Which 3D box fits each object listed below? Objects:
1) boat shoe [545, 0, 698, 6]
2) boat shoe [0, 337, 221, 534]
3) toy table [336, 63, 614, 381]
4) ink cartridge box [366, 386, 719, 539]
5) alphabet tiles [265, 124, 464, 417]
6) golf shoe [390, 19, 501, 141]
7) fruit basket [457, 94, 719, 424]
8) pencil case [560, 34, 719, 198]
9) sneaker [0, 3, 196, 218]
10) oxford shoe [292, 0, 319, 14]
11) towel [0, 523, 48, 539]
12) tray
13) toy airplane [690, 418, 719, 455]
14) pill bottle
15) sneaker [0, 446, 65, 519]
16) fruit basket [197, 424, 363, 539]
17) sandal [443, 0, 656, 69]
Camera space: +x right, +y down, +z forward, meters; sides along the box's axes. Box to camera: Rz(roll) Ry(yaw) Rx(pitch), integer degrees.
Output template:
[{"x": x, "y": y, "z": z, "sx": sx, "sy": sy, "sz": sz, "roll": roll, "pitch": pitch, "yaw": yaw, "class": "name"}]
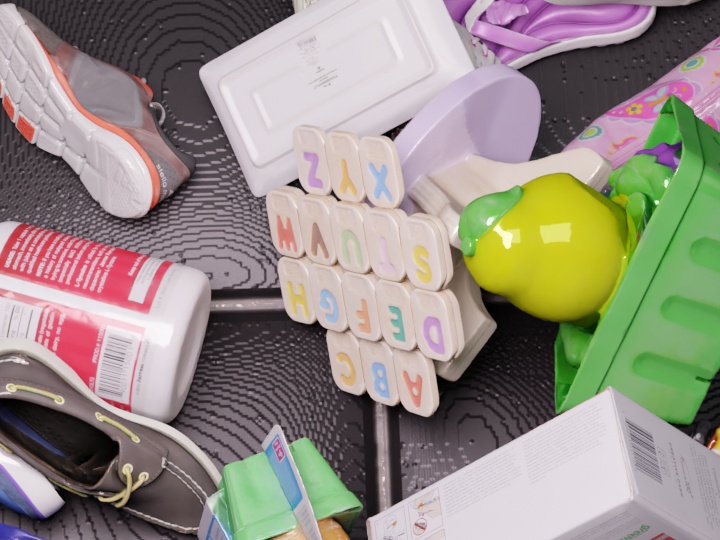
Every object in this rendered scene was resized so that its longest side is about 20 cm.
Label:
[{"x": 0.212, "y": -0.241, "z": 1.709, "sx": 0.200, "sy": 0.072, "sz": 0.070, "roll": -10, "pitch": 62, "yaw": -31, "class": "boat shoe"}, {"x": -0.177, "y": 0.125, "z": 1.555, "sx": 0.201, "sy": 0.072, "sz": 0.061, "roll": 35, "pitch": 28, "yaw": -19, "class": "boat shoe"}, {"x": 0.082, "y": -0.031, "z": 1.599, "sx": 0.117, "sy": 0.184, "sz": 0.200, "roll": 41, "pitch": 110, "yaw": 38, "class": "toy table"}, {"x": 0.136, "y": 0.181, "z": 1.469, "sx": 0.200, "sy": 0.175, "sz": 0.084, "roll": -31, "pitch": 47, "yaw": 28, "class": "ink cartridge box"}, {"x": 0.000, "y": 0.000, "z": 1.578, "sx": 0.015, "sy": 0.200, "sz": 0.196, "roll": -20, "pitch": 109, "yaw": -32, "class": "alphabet tiles"}, {"x": 0.053, "y": -0.153, "z": 1.693, "sx": 0.092, "sy": 0.073, "sz": 0.200, "roll": -23, "pitch": 94, "yaw": -21, "class": "golf shoe"}, {"x": 0.157, "y": -0.012, "z": 1.511, "sx": 0.215, "sy": 0.156, "sz": 0.216, "roll": 2, "pitch": 113, "yaw": 4, "class": "fruit basket"}, {"x": 0.229, "y": -0.101, "z": 1.680, "sx": 0.200, "sy": 0.087, "sz": 0.087, "roll": -35, "pitch": 73, "yaw": -12, "class": "pencil case"}, {"x": -0.197, "y": -0.122, "z": 1.702, "sx": 0.082, "sy": 0.077, "sz": 0.200, "roll": -27, "pitch": 70, "yaw": -39, "class": "sneaker"}, {"x": -0.029, "y": -0.224, "z": 1.742, "sx": 0.075, "sy": 0.058, "sz": 0.200, "roll": -23, "pitch": 86, "yaw": -16, "class": "oxford shoe"}, {"x": -0.212, "y": 0.282, "z": 1.548, "sx": 0.147, "sy": 0.050, "sz": 0.200, "roll": 16, "pitch": 70, "yaw": 13, "class": "towel"}, {"x": -0.022, "y": -0.140, "z": 1.655, "sx": 0.200, "sy": 0.022, "sz": 0.108, "roll": -27, "pitch": 84, "yaw": 25, "class": "tray"}, {"x": 0.232, "y": 0.179, "z": 1.541, "sx": 0.199, "sy": 0.141, "sz": 0.200, "roll": -18, "pitch": 71, "yaw": -8, "class": "toy airplane"}, {"x": -0.213, "y": 0.030, "z": 1.607, "sx": 0.199, "sy": 0.112, "sz": 0.113, "roll": 15, "pitch": 69, "yaw": 5, "class": "pill bottle"}, {"x": -0.318, "y": 0.141, "z": 1.587, "sx": 0.200, "sy": 0.081, "sz": 0.147, "roll": 41, "pitch": 82, "yaw": 10, "class": "sneaker"}, {"x": -0.039, "y": 0.221, "z": 1.498, "sx": 0.093, "sy": 0.185, "sz": 0.200, "roll": -11, "pitch": 69, "yaw": -14, "class": "fruit basket"}, {"x": 0.124, "y": -0.196, "z": 1.733, "sx": 0.202, "sy": 0.050, "sz": 0.083, "roll": -15, "pitch": 70, "yaw": -7, "class": "sandal"}]
